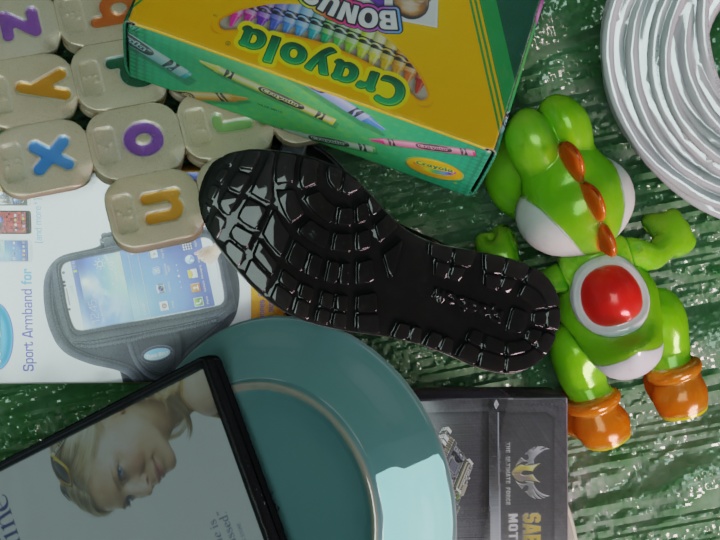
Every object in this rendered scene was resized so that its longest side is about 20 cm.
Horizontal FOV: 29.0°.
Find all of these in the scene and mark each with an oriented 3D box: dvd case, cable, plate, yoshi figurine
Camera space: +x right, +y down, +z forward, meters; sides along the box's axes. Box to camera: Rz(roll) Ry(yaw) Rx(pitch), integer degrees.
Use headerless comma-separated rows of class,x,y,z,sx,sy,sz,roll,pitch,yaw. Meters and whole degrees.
dvd case,-0.128,0.147,0.740,0.200,0.018,0.143,-28,78,28
cable,0.231,-0.124,0.767,0.200,0.069,0.200,26,98,-1
plate,-0.045,0.124,0.715,0.200,0.026,0.201,1,92,30
yoshi figurine,0.125,-0.008,0.786,0.112,0.112,0.200,-2,117,42

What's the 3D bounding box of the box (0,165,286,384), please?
box,-0.141,0.002,0.770,0.200,0.041,0.119,-1,99,-7

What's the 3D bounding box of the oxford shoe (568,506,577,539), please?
oxford shoe,0.094,0.206,0.818,0.075,0.058,0.200,1,96,3

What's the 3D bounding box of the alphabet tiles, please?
alphabet tiles,-0.107,-0.108,0.757,0.195,0.015,0.200,-13,71,-13

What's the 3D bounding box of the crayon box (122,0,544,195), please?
crayon box,-0.012,-0.132,0.741,0.200,0.058,0.119,19,67,-1

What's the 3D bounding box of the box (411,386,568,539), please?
box,0.032,0.165,0.759,0.158,0.048,0.200,-1,91,-7

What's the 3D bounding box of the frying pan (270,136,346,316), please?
frying pan,-0.030,-0.051,0.806,0.115,0.031,0.190,40,99,-4

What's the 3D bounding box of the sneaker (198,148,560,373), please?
sneaker,0.000,0.000,0.733,0.200,0.088,0.076,26,85,-18
